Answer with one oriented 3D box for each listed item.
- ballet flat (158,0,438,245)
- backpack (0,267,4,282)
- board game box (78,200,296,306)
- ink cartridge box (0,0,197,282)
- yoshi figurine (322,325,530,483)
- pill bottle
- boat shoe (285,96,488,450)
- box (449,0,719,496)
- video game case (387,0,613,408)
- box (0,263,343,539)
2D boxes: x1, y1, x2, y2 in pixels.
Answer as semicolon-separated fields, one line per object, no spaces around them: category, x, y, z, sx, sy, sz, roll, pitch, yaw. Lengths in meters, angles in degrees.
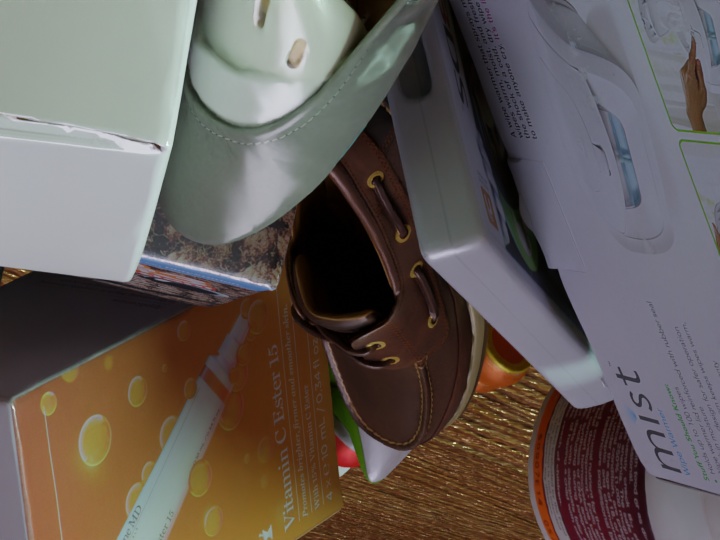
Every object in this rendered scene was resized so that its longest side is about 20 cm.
ballet flat;-0.003;-0.093;0.625;0.067;0.200;0.064;48;-163;28
backpack;-0.234;-0.035;1.012;0.176;0.202;0.150;1;169;22
board game box;-0.102;-0.055;0.788;0.158;0.098;0.200;14;176;-7
ink cartridge box;-0.078;-0.110;0.600;0.084;0.201;0.145;9;167;-7
yoshi figurine;-0.006;0.034;1.097;0.112;0.113;0.200;-33;179;-40
pill bottle;0.143;0.075;0.883;0.113;0.115;0.200;11;174;-13
boat shoe;0.000;0.000;0.884;0.072;0.068;0.201;24;144;25
box;0.128;-0.031;0.666;0.096;0.201;0.176;-33;-159;-23
video game case;0.038;-0.063;0.783;0.023;0.183;0.200;-16;160;13
box;-0.104;0.069;0.971;0.097;0.125;0.200;7;-158;33
